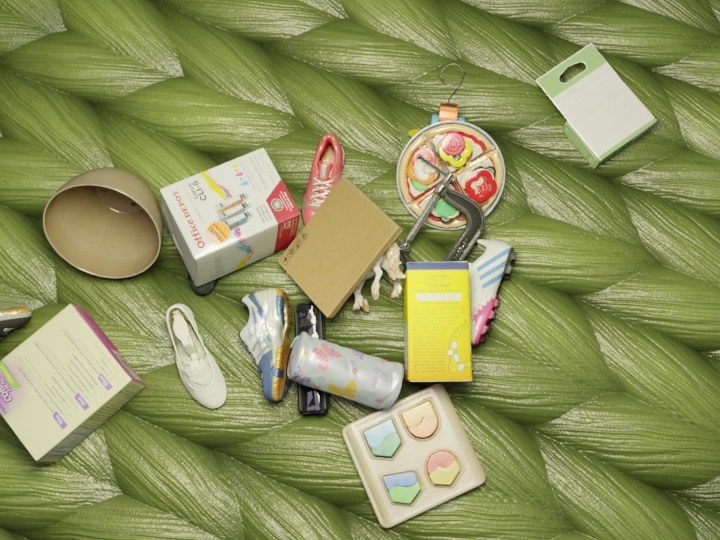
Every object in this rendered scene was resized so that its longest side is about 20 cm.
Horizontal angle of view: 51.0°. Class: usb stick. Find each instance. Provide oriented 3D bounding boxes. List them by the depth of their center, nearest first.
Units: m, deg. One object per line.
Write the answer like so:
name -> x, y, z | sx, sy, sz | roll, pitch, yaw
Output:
usb stick -> -0.087, 0.156, 1.337 | 0.055, 0.033, 0.201 | -6, 76, 6

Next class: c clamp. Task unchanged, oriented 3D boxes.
c clamp -> 0.132, -0.083, 1.368 | 0.170, 0.027, 0.201 | 26, 98, -7

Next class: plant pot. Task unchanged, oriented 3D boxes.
plant pot -> -0.440, -0.105, 1.343 | 0.199, 0.201, 0.135 | 2, 39, 0

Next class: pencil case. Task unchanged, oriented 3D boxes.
pencil case -> -0.025, 0.170, 1.286 | 0.199, 0.083, 0.091 | 18, 45, -12

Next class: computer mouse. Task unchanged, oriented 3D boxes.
computer mouse -> -0.298, -0.054, 1.391 | 0.058, 0.034, 0.201 | -10, 75, -2

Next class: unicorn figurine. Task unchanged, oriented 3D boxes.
unicorn figurine -> 0.000, 0.000, 1.343 | 0.199, 0.074, 0.138 | -20, 71, 28

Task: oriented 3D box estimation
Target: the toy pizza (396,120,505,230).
toy pizza -> 0.165, -0.171, 1.376 | 0.199, 0.032, 0.202 | 1, 105, 3

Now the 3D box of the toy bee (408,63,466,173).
toy bee -> 0.170, -0.273, 1.425 | 0.130, 0.109, 0.201 | 27, 102, -1

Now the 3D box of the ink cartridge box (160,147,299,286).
ink cartridge box -> -0.231, -0.091, 1.326 | 0.199, 0.145, 0.146 | -26, 77, -18

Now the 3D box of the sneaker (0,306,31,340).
sneaker -> -0.670, 0.126, 1.335 | 0.199, 0.076, 0.088 | -20, 92, -2

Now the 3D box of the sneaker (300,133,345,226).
sneaker -> -0.073, -0.159, 1.391 | 0.073, 0.087, 0.201 | 6, 76, 2

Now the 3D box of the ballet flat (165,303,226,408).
ballet flat -> -0.296, 0.148, 1.322 | 0.069, 0.069, 0.201 | -24, 77, -6

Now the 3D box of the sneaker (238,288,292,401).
sneaker -> -0.170, 0.133, 1.331 | 0.088, 0.075, 0.201 | -6, 68, 10

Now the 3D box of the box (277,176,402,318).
box -> -0.040, -0.042, 1.320 | 0.200, 0.021, 0.164 | -51, 57, 10

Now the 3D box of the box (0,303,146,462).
box -> -0.508, 0.194, 1.295 | 0.200, 0.097, 0.176 | -41, 79, -11

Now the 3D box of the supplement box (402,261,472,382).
supplement box -> 0.131, 0.091, 1.304 | 0.109, 0.109, 0.201 | 0, 82, 0

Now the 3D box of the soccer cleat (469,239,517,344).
soccer cleat -> 0.213, 0.035, 1.355 | 0.086, 0.070, 0.201 | 19, 70, 14

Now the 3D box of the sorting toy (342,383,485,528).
sorting toy -> 0.091, 0.315, 1.293 | 0.199, 0.036, 0.186 | -23, 76, -6

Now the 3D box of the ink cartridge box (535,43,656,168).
ink cartridge box -> 0.447, -0.317, 1.451 | 0.145, 0.048, 0.200 | -34, 78, -8
